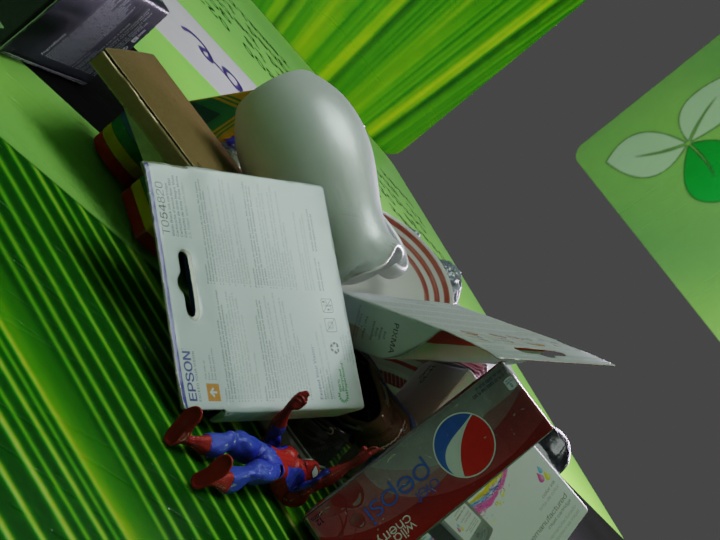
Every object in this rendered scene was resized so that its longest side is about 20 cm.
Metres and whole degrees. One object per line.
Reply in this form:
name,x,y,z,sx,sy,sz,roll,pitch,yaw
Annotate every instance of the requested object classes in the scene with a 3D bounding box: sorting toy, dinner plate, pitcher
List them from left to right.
sorting toy,-0.163,-0.063,1.279,0.200,0.069,0.200,44,12,-42
pitcher,-0.027,-0.078,1.282,0.202,0.120,0.171,62,17,9
dinner plate,0.000,0.000,1.336,0.198,0.024,0.202,21,38,-17

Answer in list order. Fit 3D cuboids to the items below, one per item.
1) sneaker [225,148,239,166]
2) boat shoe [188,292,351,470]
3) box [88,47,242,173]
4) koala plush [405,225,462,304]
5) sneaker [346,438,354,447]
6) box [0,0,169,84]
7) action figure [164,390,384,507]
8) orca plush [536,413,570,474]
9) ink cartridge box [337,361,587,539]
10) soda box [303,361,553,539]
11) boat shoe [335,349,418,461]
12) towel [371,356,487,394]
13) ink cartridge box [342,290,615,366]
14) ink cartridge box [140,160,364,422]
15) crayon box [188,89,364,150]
sneaker,-0.156,-0.105,1.456,0.200,0.080,0.071,38,18,-54
boat shoe,-0.075,0.080,1.181,0.201,0.066,0.070,57,10,21
box,-0.151,-0.111,1.221,0.201,0.021,0.163,53,9,-2
koala plush,-0.030,0.022,1.457,0.198,0.185,0.177,25,9,-28
sneaker,-0.028,0.101,1.329,0.200,0.073,0.085,49,15,-3
box,-0.309,-0.301,1.288,0.201,0.123,0.196,54,11,8
action figure,-0.056,0.127,1.016,0.066,0.099,0.200,55,6,22
orca plush,0.168,0.181,1.417,0.106,0.071,0.200,52,-25,7
ink cartridge box,0.096,0.206,1.273,0.200,0.148,0.085,49,-18,-22
soda box,0.052,0.160,1.071,0.070,0.199,0.063,52,-8,6
boat shoe,-0.015,0.095,1.230,0.200,0.072,0.073,38,-15,45
towel,0.061,0.132,1.388,0.143,0.023,0.201,25,-34,22
ink cartridge box,0.095,0.069,1.183,0.161,0.051,0.199,7,11,-43
ink cartridge box,-0.093,0.020,1.092,0.198,0.040,0.203,6,67,-47
crayon box,-0.109,-0.147,1.497,0.126,0.197,0.052,38,50,-58
